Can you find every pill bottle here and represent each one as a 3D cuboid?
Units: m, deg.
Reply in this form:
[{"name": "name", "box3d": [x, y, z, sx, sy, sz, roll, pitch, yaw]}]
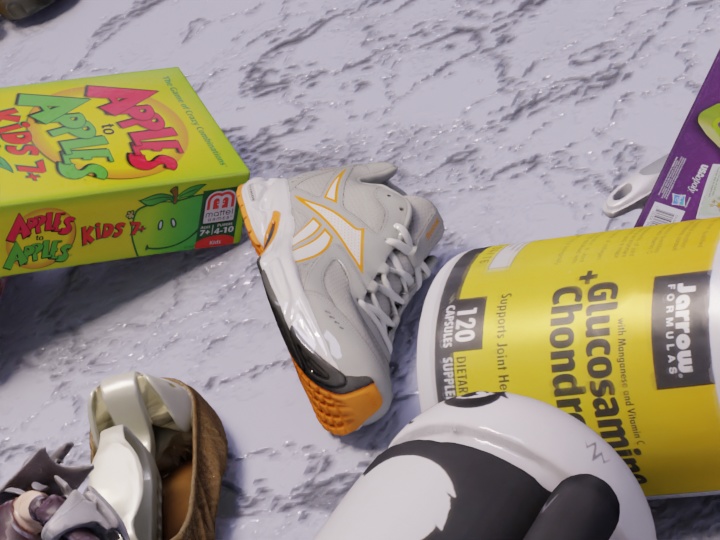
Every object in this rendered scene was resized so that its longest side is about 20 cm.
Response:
[{"name": "pill bottle", "box3d": [0.132, 0.036, 1.208, 0.199, 0.112, 0.112, -8, 35, 28]}]

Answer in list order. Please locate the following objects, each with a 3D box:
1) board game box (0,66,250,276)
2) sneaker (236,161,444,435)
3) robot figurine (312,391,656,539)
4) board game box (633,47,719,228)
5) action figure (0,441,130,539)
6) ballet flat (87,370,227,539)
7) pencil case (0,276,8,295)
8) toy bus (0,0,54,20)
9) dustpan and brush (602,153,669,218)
[{"name": "board game box", "box3d": [-0.168, -0.048, 1.511, 0.199, 0.048, 0.102, -9, 39, -25]}, {"name": "sneaker", "box3d": [0.000, 0.000, 1.398, 0.091, 0.076, 0.200, -20, 32, 0]}, {"name": "robot figurine", "box3d": [0.030, 0.135, 1.120, 0.149, 0.125, 0.200, 12, 47, 34]}, {"name": "board game box", "box3d": [0.211, -0.067, 1.309, 0.119, 0.032, 0.201, 16, 60, 23]}, {"name": "action figure", "box3d": [-0.145, 0.157, 1.229, 0.069, 0.131, 0.201, 17, 41, -9]}, {"name": "ballet flat", "box3d": [-0.099, 0.092, 1.328, 0.067, 0.073, 0.200, -17, 32, 10]}, {"name": "pencil case", "box3d": [-0.221, -0.017, 1.564, 0.082, 0.087, 0.201, -17, 32, 17]}, {"name": "toy bus", "box3d": [-0.220, -0.257, 1.895, 0.200, 0.136, 0.192, -37, 20, -14]}, {"name": "dustpan and brush", "box3d": [0.194, -0.064, 1.363, 0.200, 0.057, 0.139, -37, 33, -17]}]
